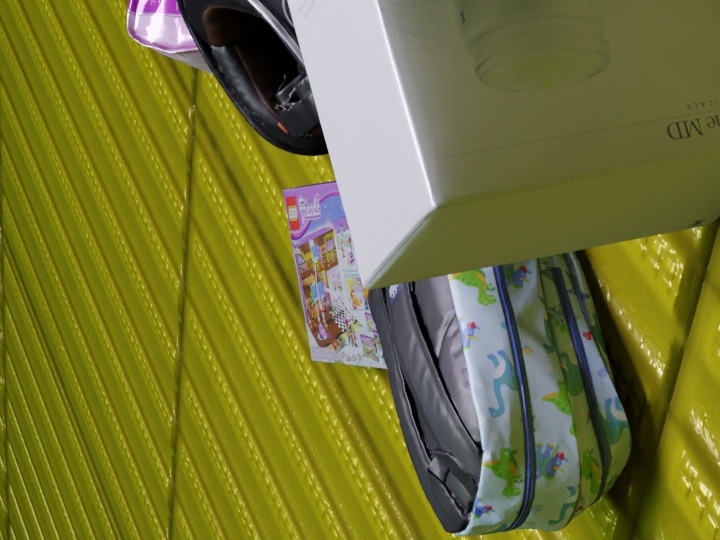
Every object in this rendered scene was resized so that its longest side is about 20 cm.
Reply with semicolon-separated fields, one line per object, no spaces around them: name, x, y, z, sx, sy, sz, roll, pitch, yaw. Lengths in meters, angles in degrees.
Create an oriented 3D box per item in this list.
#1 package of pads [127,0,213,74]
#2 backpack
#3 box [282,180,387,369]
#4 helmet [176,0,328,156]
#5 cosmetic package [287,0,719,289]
package of pads;-0.072;-0.181;1.301;0.200;0.075;0.122;13;-95;-70
backpack;0.078;0.058;1.207;0.164;0.152;0.201;113;163;-49
box;0.000;0.000;1.512;0.200;0.039;0.138;180;79;-70
helmet;0.012;-0.167;1.153;0.200;0.190;0.200;44;162;18
cosmetic package;0.081;-0.117;0.992;0.123;0.198;0.202;134;123;-66
